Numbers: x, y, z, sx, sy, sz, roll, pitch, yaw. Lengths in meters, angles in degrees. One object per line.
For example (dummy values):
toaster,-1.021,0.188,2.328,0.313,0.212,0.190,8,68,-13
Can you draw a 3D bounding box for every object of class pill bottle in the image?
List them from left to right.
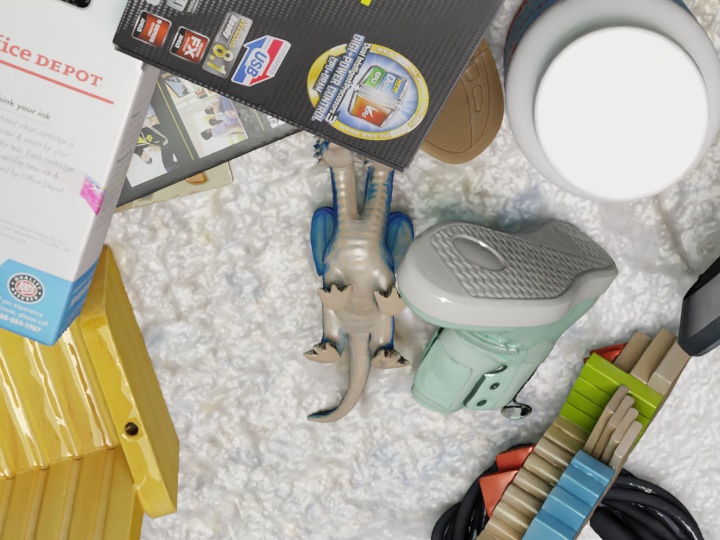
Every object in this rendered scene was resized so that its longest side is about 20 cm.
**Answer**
pill bottle,0.127,-0.095,1.072,0.109,0.200,0.109,1,103,4

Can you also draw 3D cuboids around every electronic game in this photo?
electronic game,0.238,-0.028,1.082,0.200,0.200,0.042,-45,87,12

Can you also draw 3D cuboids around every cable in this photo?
cable,0.124,0.190,1.183,0.163,0.051,0.200,-18,74,17

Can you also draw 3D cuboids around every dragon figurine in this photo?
dragon figurine,0.000,0.000,1.171,0.059,0.099,0.200,2,142,1

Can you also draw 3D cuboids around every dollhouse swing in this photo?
dollhouse swing,-0.221,0.108,1.158,0.200,0.176,0.182,-16,102,8

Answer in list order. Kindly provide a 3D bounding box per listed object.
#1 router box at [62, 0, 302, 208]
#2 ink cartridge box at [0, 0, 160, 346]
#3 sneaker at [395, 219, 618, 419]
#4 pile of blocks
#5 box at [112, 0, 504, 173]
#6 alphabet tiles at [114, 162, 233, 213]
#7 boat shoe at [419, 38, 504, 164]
router box,-0.113,-0.151,1.144,0.149,0.051,0.200,-22,101,10
ink cartridge box,-0.177,-0.077,1.107,0.115,0.068,0.200,21,105,1
sneaker,0.060,0.037,1.117,0.074,0.200,0.118,43,111,21
pile of blocks,0.108,0.102,1.147,0.062,0.082,0.200,32,70,11
box,-0.011,-0.153,0.977,0.160,0.044,0.200,24,135,-8
alphabet tiles,-0.156,-0.113,1.187,0.200,0.006,0.167,-14,102,7
boat shoe,-0.001,-0.139,1.092,0.071,0.065,0.200,-44,109,-9
